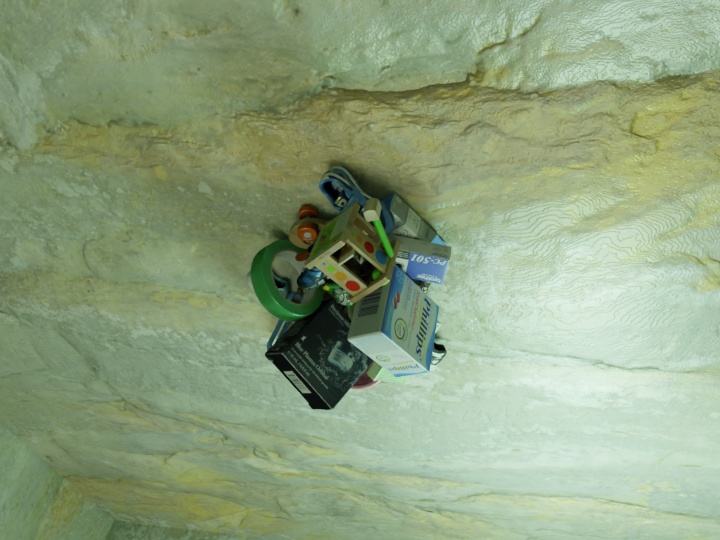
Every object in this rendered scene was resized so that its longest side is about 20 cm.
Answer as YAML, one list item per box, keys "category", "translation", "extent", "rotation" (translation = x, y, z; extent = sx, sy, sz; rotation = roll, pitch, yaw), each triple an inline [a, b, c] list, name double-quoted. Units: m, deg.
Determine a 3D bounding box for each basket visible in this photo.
- category: "basket"
  translation: [-0.163, 0.173, 1.794]
  extent: [0.139, 0.177, 0.200]
  rotation: [8, 155, 37]

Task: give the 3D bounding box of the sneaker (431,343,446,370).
- category: "sneaker"
  translation: [0.157, 0.190, 1.856]
  extent: [0.200, 0.075, 0.085]
  rotation: [41, 109, -19]

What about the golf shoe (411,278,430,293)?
- category: "golf shoe"
  translation: [0.147, 0.041, 1.673]
  extent: [0.088, 0.077, 0.200]
  rotation: [-24, 149, 0]

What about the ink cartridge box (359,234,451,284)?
- category: "ink cartridge box"
  translation: [0.101, -0.031, 1.533]
  extent: [0.199, 0.044, 0.094]
  rotation: [11, 142, 3]

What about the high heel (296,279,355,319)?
- category: "high heel"
  translation: [-0.082, 0.101, 1.780]
  extent: [0.142, 0.071, 0.201]
  rotation: [-18, 98, 27]

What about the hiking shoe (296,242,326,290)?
- category: "hiking shoe"
  translation: [-0.099, -0.029, 1.586]
  extent: [0.086, 0.075, 0.200]
  rotation: [30, 128, -26]

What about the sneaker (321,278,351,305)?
- category: "sneaker"
  translation: [-0.034, 0.038, 1.627]
  extent: [0.085, 0.078, 0.200]
  rotation: [47, 170, 0]

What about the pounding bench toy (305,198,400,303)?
- category: "pounding bench toy"
  translation: [0.016, -0.046, 1.413]
  extent: [0.156, 0.125, 0.200]
  rotation: [39, 133, -19]

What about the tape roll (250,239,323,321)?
- category: "tape roll"
  translation: [-0.179, 0.024, 1.661]
  extent: [0.048, 0.201, 0.200]
  rotation: [-25, 125, 38]

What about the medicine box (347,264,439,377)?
- category: "medicine box"
  translation: [0.082, 0.120, 1.554]
  extent: [0.103, 0.183, 0.200]
  rotation: [-15, 139, 37]

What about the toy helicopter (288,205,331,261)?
- category: "toy helicopter"
  translation: [-0.078, -0.068, 1.627]
  extent: [0.199, 0.079, 0.132]
  rotation: [13, 135, -17]

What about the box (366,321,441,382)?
- category: "box"
  translation: [0.116, 0.204, 1.758]
  extent: [0.144, 0.036, 0.201]
  rotation: [17, 107, -53]

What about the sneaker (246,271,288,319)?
- category: "sneaker"
  translation: [-0.222, 0.069, 1.824]
  extent: [0.082, 0.074, 0.200]
  rotation: [-16, 132, 34]

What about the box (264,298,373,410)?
- category: "box"
  translation: [-0.096, 0.211, 1.691]
  extent: [0.197, 0.200, 0.117]
  rotation: [50, 152, -13]

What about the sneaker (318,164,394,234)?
- category: "sneaker"
  translation: [-0.013, -0.143, 1.463]
  extent: [0.200, 0.082, 0.074]
  rotation: [41, 122, 5]

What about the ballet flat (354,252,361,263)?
- category: "ballet flat"
  translation: [0.000, 0.000, 1.671]
  extent: [0.071, 0.072, 0.200]
  rotation: [11, 151, 5]

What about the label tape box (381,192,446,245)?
- category: "label tape box"
  translation: [0.086, -0.073, 1.572]
  extent: [0.143, 0.066, 0.200]
  rotation: [-25, 124, 38]

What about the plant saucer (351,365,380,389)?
- category: "plant saucer"
  translation: [0.004, 0.232, 1.866]
  extent: [0.199, 0.202, 0.051]
  rotation: [-5, 165, 22]
